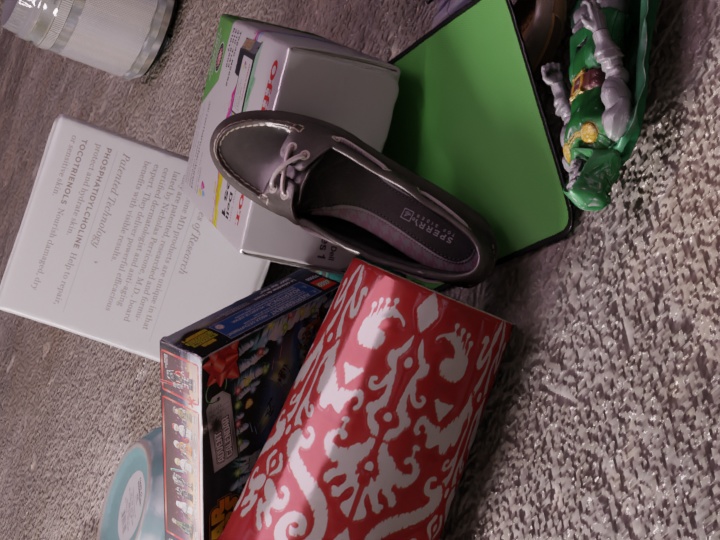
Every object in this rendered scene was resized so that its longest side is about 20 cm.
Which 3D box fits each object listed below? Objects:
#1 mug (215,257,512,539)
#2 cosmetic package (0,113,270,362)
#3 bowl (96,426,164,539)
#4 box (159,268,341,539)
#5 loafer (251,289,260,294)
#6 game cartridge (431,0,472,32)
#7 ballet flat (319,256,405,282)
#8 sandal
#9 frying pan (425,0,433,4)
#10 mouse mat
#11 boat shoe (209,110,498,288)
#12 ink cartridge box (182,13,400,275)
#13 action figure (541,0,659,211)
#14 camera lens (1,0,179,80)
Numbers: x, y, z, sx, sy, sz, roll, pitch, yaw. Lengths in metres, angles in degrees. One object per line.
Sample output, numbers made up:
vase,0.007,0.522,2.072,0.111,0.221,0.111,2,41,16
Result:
mug,-0.002,0.100,0.910,0.177,0.133,0.201,25,94,65
cosmetic package,-0.178,-0.019,1.241,0.167,0.199,0.167,-152,80,-85
bowl,-0.145,0.206,1.177,0.201,0.104,0.202,-45,36,47
box,-0.069,0.114,0.955,0.040,0.137,0.201,20,121,33
loafer,-0.046,0.071,1.090,0.070,0.075,0.200,-65,24,6
game cartridge,0.111,-0.254,0.981,0.129,0.038,0.201,-37,28,45
ballet flat,0.000,0.000,1.071,0.071,0.067,0.201,98,172,-51
sandal,0.072,-0.120,0.985,0.081,0.054,0.200,-96,28,-44
frying pan,0.078,-0.275,1.017,0.191,0.031,0.115,-56,15,4
mouse mat,0.062,-0.077,0.953,0.200,0.007,0.162,-26,78,57
boat shoe,-0.005,-0.048,0.910,0.057,0.199,0.067,-41,-24,-82
ink cartridge box,-0.056,-0.096,1.044,0.200,0.083,0.146,-140,63,-66
action figure,0.139,-0.122,0.841,0.118,0.054,0.201,124,157,-59
camera lens,-0.345,-0.348,1.886,0.160,0.199,0.161,-45,35,45
